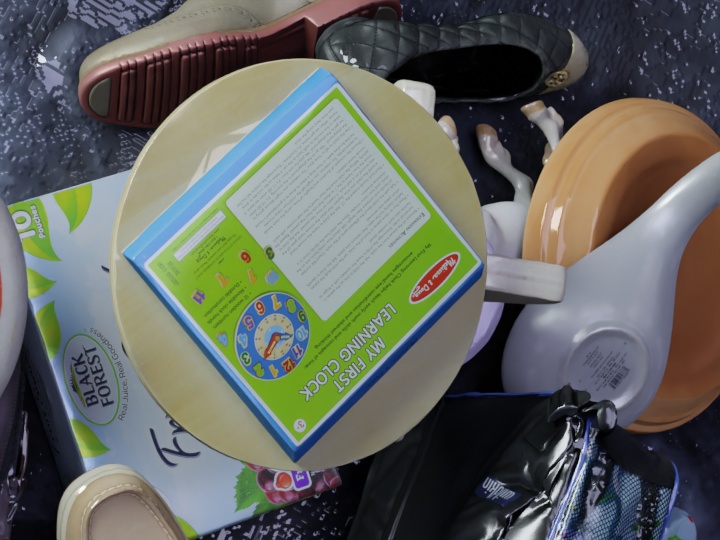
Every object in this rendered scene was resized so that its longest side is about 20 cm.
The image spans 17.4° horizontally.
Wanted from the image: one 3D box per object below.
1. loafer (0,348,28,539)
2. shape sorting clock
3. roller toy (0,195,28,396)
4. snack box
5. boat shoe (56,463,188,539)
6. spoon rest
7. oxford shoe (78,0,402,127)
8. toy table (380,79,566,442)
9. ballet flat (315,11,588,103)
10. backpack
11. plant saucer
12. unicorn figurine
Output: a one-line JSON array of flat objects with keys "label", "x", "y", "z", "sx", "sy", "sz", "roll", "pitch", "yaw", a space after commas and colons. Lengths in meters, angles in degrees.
[{"label": "loafer", "x": -0.208, "y": 0.132, "z": 1.232, "sx": 0.063, "sy": 0.072, "sz": 0.201, "roll": 24, "pitch": 75, "yaw": -38}, {"label": "shape sorting clock", "x": -0.028, "y": -0.002, "z": 1.154, "sx": 0.199, "sy": 0.039, "sz": 0.202, "roll": 1, "pitch": 88, "yaw": -22}, {"label": "roller toy", "x": -0.272, "y": 0.013, "z": 1.169, "sx": 0.200, "sy": 0.139, "sz": 0.183, "roll": -49, "pitch": 120, "yaw": -21}, {"label": "snack box", "x": -0.110, "y": 0.047, "z": 1.293, "sx": 0.141, "sy": 0.053, "sz": 0.201, "roll": -18, "pitch": 87, "yaw": -24}, {"label": "boat shoe", "x": -0.098, "y": 0.195, "z": 1.222, "sx": 0.073, "sy": 0.069, "sz": 0.201, "roll": -27, "pitch": 112, "yaw": -20}, {"label": "spoon rest", "x": 0.159, "y": 0.012, "z": 1.329, "sx": 0.099, "sy": 0.061, "sz": 0.200, "roll": 39, "pitch": 95, "yaw": -23}, {"label": "oxford shoe", "x": -0.078, "y": -0.138, "z": 1.352, "sx": 0.199, "sy": 0.071, "sz": 0.075, "roll": -18, "pitch": 61, "yaw": -25}, {"label": "toy table", "x": 0.000, "y": 0.000, "z": 1.249, "sx": 0.199, "sy": 0.117, "sz": 0.185, "roll": -4, "pitch": 85, "yaw": -21}, {"label": "ballet flat", "x": 0.058, "y": -0.114, "z": 1.381, "sx": 0.199, "sy": 0.067, "sz": 0.057, "roll": -5, "pitch": 50, "yaw": -38}, {"label": "backpack", "x": 0.079, "y": 0.179, "z": 1.277, "sx": 0.147, "sy": 0.183, "sz": 0.201, "roll": 34, "pitch": 70, "yaw": -29}, {"label": "plant saucer", "x": 0.178, "y": -0.003, "z": 1.403, "sx": 0.199, "sy": 0.037, "sz": 0.202, "roll": 1, "pitch": 89, "yaw": -41}, {"label": "unicorn figurine", "x": 0.072, "y": -0.021, "z": 1.376, "sx": 0.199, "sy": 0.074, "sz": 0.138, "roll": -14, "pitch": 84, "yaw": -25}]
